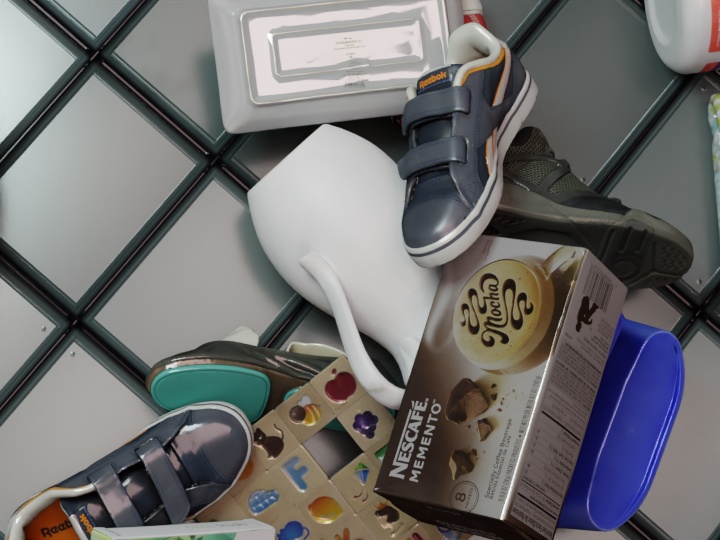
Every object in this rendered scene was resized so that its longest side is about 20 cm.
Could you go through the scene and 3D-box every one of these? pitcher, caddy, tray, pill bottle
[{"bbox_3d":[0.000,0.000,1.424,0.121,0.172,0.200,-40,93,30],"label":"pitcher"},{"bbox_3d":[0.157,0.105,1.460,0.141,0.105,0.201,29,78,-29],"label":"caddy"},{"bbox_3d":[-0.011,-0.167,1.443,0.198,0.022,0.108,-8,92,-14],"label":"tray"},{"bbox_3d":[0.334,-0.224,1.527,0.198,0.112,0.114,-8,83,-10],"label":"pill bottle"}]

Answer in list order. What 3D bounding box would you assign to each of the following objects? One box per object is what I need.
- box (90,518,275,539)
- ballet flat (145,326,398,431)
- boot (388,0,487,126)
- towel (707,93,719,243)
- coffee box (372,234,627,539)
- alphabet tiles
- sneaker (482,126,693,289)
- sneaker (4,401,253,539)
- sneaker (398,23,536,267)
[{"bbox_3d":[-0.133,0.283,1.371,0.143,0.036,0.202,2,94,-40],"label":"box"},{"bbox_3d":[-0.067,0.083,1.450,0.198,0.068,0.069,11,38,-17],"label":"ballet flat"},{"bbox_3d":[0.016,-0.130,1.491,0.198,0.072,0.146,-12,85,-13],"label":"boot"},{"bbox_3d":[0.373,-0.049,1.541,0.169,0.048,0.202,-3,82,-9],"label":"towel"},{"bbox_3d":[0.100,0.084,1.351,0.112,0.080,0.202,9,73,36],"label":"coffee box"},{"bbox_3d":[-0.039,0.188,1.427,0.199,0.008,0.168,-37,96,9],"label":"alphabet tiles"},{"bbox_3d":[0.161,-0.052,1.470,0.198,0.077,0.115,12,45,-9],"label":"sneaker"},{"bbox_3d":[-0.167,0.166,1.388,0.199,0.079,0.079,-30,97,6],"label":"sneaker"},{"bbox_3d":[0.064,-0.095,1.382,0.080,0.078,0.201,50,43,-29],"label":"sneaker"}]
